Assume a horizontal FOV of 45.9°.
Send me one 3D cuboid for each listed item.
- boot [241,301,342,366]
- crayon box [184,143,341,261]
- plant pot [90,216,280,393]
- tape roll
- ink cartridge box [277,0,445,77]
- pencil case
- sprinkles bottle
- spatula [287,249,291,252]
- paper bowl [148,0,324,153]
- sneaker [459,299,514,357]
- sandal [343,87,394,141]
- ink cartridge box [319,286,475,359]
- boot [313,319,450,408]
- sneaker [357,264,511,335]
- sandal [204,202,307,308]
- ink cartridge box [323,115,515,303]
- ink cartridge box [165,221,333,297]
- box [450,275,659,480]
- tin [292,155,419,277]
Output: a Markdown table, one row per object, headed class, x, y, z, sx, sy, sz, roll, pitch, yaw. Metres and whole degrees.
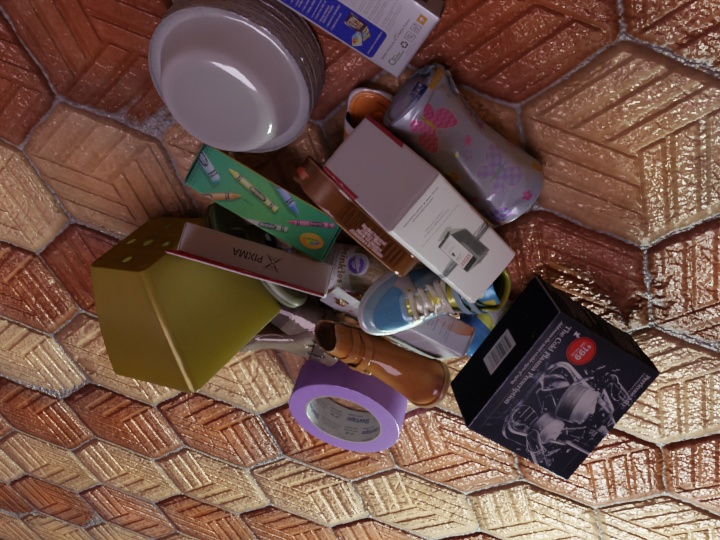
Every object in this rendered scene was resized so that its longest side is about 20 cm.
| class | x | y | z | sx | sy | sz | roll | pitch | yaw |
| --- | --- | --- | --- | --- | --- | --- | --- | --- | --- |
| boot | -0.105 | 0.112 | 1.369 | 0.145 | 0.071 | 0.200 | 29 | 146 | -20 |
| crayon box | -0.127 | -0.090 | 1.099 | 0.198 | 0.059 | 0.119 | 30 | -178 | -13 |
| plant pot | -0.271 | 0.032 | 1.237 | 0.198 | 0.200 | 0.178 | 5 | 127 | 40 |
| tape roll | -0.021 | 0.231 | 1.468 | 0.197 | 0.066 | 0.202 | 12 | 139 | 10 |
| ink cartridge box | -0.018 | -0.292 | 0.888 | 0.198 | 0.037 | 0.095 | 28 | 141 | -13 |
| pencil case | 0.119 | -0.141 | 0.965 | 0.200 | 0.091 | 0.083 | 40 | 169 | -21 |
| sprinkles bottle | 0.000 | 0.000 | 1.189 | 0.197 | 0.069 | 0.069 | 8 | 140 | 15 |
| spatula | -0.146 | 0.025 | 1.318 | 0.057 | 0.021 | 0.199 | 48 | 137 | -12 |
| paper bowl | -0.148 | -0.219 | 0.976 | 0.198 | 0.105 | 0.202 | 12 | 141 | 10 |
| sneaker | 0.211 | 0.116 | 1.239 | 0.104 | 0.076 | 0.201 | -3 | 129 | 44 |
| sandal | 0.017 | -0.127 | 1.042 | 0.078 | 0.060 | 0.208 | 12 | 140 | 10 |
| ink cartridge box | 0.049 | 0.063 | 1.214 | 0.198 | 0.051 | 0.162 | 31 | 167 | -6 |
| boot | 0.027 | 0.132 | 1.234 | 0.154 | 0.074 | 0.199 | 27 | 173 | -31 |
| sneaker | 0.100 | 0.030 | 1.070 | 0.130 | 0.198 | 0.080 | 10 | 122 | 66 |
| sandal | -0.140 | -0.030 | 1.215 | 0.057 | 0.080 | 0.201 | -34 | 117 | 28 |
| ink cartridge box | 0.071 | -0.067 | 0.973 | 0.083 | 0.147 | 0.200 | -48 | 139 | 5 |
| ink cartridge box | -0.132 | -0.012 | 1.074 | 0.197 | 0.045 | 0.176 | 16 | 177 | -2 |
| box | 0.256 | 0.145 | 1.137 | 0.181 | 0.104 | 0.201 | 28 | 109 | -20 |
| tin | -0.004 | -0.063 | 1.037 | 0.042 | 0.112 | 0.200 | -45 | 123 | 8 |
